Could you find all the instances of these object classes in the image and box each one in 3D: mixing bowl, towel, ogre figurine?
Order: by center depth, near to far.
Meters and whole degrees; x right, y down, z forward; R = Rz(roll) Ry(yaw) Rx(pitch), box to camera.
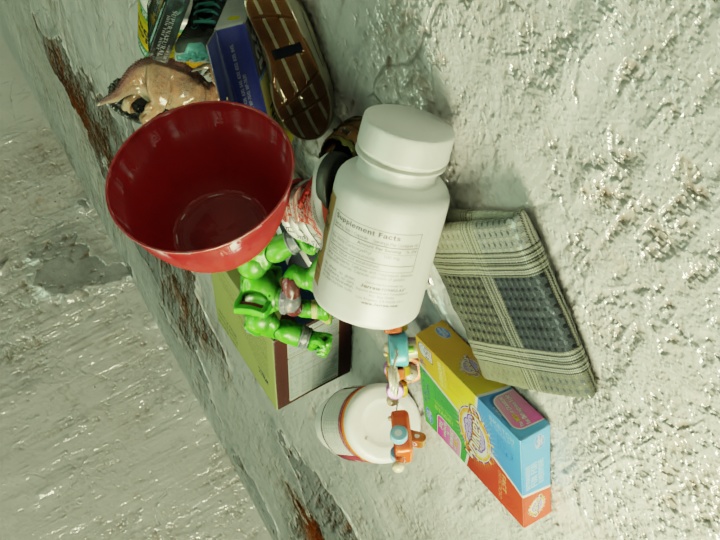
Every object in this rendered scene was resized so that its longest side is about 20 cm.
[{"bbox_3d":[0.144,0.029,1.032,0.193,0.035,0.200,65,159,-11],"label":"towel"},{"bbox_3d":[-0.161,-0.073,1.130,0.200,0.200,0.108,53,166,30],"label":"mixing bowl"},{"bbox_3d":[-0.100,0.026,1.371,0.200,0.120,0.098,83,-170,-56],"label":"ogre figurine"}]

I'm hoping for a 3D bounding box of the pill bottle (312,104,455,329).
[{"bbox_3d":[0.025,-0.054,1.030,0.114,0.114,0.200,45,131,44],"label":"pill bottle"}]

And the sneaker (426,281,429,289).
[{"bbox_3d":[0.000,0.000,1.267,0.200,0.089,0.079,12,124,66],"label":"sneaker"}]

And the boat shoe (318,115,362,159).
[{"bbox_3d":[-0.015,-0.132,1.172,0.072,0.068,0.200,63,162,-1],"label":"boat shoe"}]

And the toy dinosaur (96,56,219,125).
[{"bbox_3d":[-0.239,-0.245,1.367,0.136,0.200,0.086,-66,31,35],"label":"toy dinosaur"}]

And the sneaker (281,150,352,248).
[{"bbox_3d":[-0.049,-0.075,1.138,0.108,0.067,0.201,25,163,23],"label":"sneaker"}]

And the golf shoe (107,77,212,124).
[{"bbox_3d":[-0.258,-0.235,1.501,0.094,0.200,0.078,-176,90,-81],"label":"golf shoe"}]

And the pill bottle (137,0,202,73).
[{"bbox_3d":[-0.253,-0.340,1.464,0.113,0.113,0.200,61,161,10],"label":"pill bottle"}]

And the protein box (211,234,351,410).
[{"bbox_3d":[-0.119,0.061,1.587,0.199,0.135,0.200,52,157,29],"label":"protein box"}]

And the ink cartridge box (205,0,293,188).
[{"bbox_3d":[-0.124,-0.216,1.247,0.200,0.047,0.198,-88,-11,-56],"label":"ink cartridge box"}]

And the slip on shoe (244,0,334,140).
[{"bbox_3d":[-0.078,-0.247,1.213,0.061,0.076,0.200,-76,-31,-52],"label":"slip on shoe"}]

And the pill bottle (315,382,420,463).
[{"bbox_3d":[0.004,0.218,1.505,0.110,0.109,0.200,64,161,0],"label":"pill bottle"}]

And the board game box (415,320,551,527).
[{"bbox_3d":[0.139,0.172,1.196,0.200,0.040,0.153,45,153,44],"label":"board game box"}]

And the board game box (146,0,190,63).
[{"bbox_3d":[-0.211,-0.364,1.246,0.200,0.028,0.135,-61,28,34],"label":"board game box"}]

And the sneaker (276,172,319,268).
[{"bbox_3d":[-0.092,-0.056,1.450,0.199,0.079,0.130,27,132,45],"label":"sneaker"}]

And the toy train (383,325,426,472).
[{"bbox_3d":[0.060,0.149,1.300,0.200,0.056,0.150,88,178,-51],"label":"toy train"}]

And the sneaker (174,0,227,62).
[{"bbox_3d":[-0.186,-0.312,1.287,0.200,0.077,0.091,-83,-10,-63],"label":"sneaker"}]
